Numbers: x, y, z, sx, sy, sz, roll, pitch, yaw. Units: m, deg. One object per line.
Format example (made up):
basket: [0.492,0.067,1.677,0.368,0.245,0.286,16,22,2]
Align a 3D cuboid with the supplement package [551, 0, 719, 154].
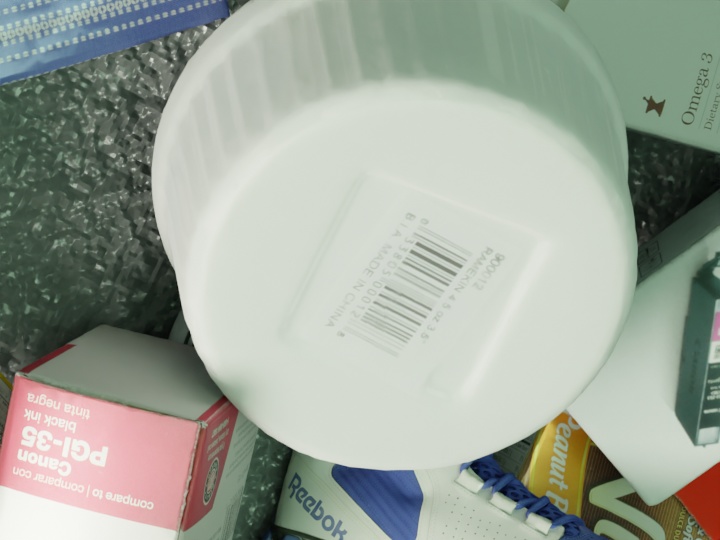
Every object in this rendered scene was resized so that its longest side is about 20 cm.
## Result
supplement package: [0.079,-0.132,1.115,0.199,0.117,0.118,13,97,-20]

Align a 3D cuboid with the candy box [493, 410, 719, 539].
candy box: [0.092,0.157,1.194,0.115,0.055,0.201,25,88,-21]

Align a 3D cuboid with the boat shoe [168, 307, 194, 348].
boat shoe: [0.002,0.002,1.134,0.199,0.068,0.074,-33,106,-12]

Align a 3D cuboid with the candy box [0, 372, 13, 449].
candy box: [-0.211,0.019,1.032,0.026,0.102,0.200,-37,100,24]

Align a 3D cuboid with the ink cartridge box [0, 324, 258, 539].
ink cartridge box: [-0.107,0.136,1.058,0.082,0.147,0.201,14,98,6]

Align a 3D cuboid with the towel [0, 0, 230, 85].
towel: [-0.145,-0.186,1.085,0.144,0.024,0.201,-18,105,-18]

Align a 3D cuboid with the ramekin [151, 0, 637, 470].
ramekin: [0.016,-0.016,1.024,0.199,0.098,0.201,-2,120,-4]

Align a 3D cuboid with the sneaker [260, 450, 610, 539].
sneaker: [0.042,0.099,1.120,0.080,0.198,0.116,21,76,-62]

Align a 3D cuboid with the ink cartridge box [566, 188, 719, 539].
ink cartridge box: [0.202,0.039,1.124,0.200,0.044,0.174,-37,106,16]
